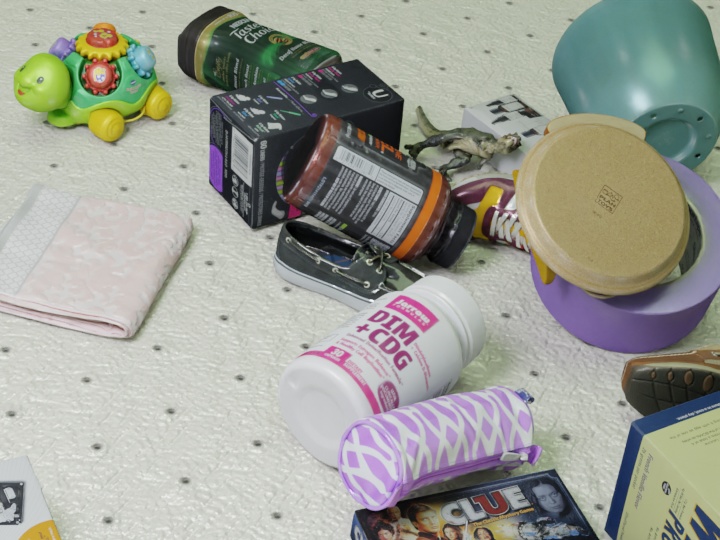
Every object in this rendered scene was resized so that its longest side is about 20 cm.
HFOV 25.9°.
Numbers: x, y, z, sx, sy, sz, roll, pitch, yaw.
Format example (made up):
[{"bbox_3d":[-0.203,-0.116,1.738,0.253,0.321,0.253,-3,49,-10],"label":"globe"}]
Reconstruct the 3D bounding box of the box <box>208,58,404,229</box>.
[{"bbox_3d":[-0.061,-0.145,1.769,0.199,0.123,0.106,-19,43,-28],"label":"box"}]

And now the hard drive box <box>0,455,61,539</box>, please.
[{"bbox_3d":[-0.341,0.248,1.256,0.198,0.077,0.156,-13,41,-23],"label":"hard drive box"}]

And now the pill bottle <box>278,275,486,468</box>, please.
[{"bbox_3d":[0.025,0.090,1.482,0.113,0.114,0.200,28,42,27],"label":"pill bottle"}]

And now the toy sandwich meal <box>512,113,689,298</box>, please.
[{"bbox_3d":[0.234,-0.062,1.569,0.203,0.070,0.207,5,67,-12],"label":"toy sandwich meal"}]

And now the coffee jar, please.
[{"bbox_3d":[-0.126,-0.257,1.938,0.199,0.086,0.104,24,41,23],"label":"coffee jar"}]

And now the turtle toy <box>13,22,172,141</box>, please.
[{"bbox_3d":[-0.324,-0.229,1.860,0.145,0.102,0.199,32,44,30],"label":"turtle toy"}]

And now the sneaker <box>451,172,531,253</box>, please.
[{"bbox_3d":[0.184,-0.054,1.727,0.198,0.075,0.090,-1,37,-6],"label":"sneaker"}]

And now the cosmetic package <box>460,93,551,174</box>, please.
[{"bbox_3d":[0.211,-0.137,1.858,0.082,0.051,0.200,-21,45,-30],"label":"cosmetic package"}]

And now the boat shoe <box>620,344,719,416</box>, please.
[{"bbox_3d":[0.350,0.112,1.542,0.198,0.076,0.074,8,31,-11],"label":"boat shoe"}]

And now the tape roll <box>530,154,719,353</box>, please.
[{"bbox_3d":[0.281,-0.021,1.633,0.198,0.085,0.202,3,59,-5],"label":"tape roll"}]

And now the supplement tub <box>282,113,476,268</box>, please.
[{"bbox_3d":[0.023,-0.077,1.670,0.199,0.107,0.107,27,34,-14],"label":"supplement tub"}]

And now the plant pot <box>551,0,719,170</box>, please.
[{"bbox_3d":[0.339,-0.203,1.853,0.198,0.202,0.162,-1,48,-9],"label":"plant pot"}]

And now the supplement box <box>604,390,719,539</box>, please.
[{"bbox_3d":[0.355,0.214,1.347,0.198,0.135,0.200,-15,42,-26],"label":"supplement box"}]

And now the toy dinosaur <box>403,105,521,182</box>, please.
[{"bbox_3d":[0.107,-0.147,1.856,0.088,0.048,0.199,-38,36,-24],"label":"toy dinosaur"}]

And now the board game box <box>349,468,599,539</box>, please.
[{"bbox_3d":[0.106,0.246,1.354,0.198,0.035,0.136,-9,40,-19],"label":"board game box"}]

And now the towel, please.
[{"bbox_3d":[-0.293,-0.014,1.643,0.189,0.032,0.201,12,39,8],"label":"towel"}]

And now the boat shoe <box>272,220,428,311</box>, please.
[{"bbox_3d":[0.000,0.000,1.643,0.198,0.057,0.069,17,38,14],"label":"boat shoe"}]

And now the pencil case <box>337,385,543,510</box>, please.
[{"bbox_3d":[0.072,0.158,1.395,0.199,0.084,0.086,-9,48,-42],"label":"pencil case"}]
